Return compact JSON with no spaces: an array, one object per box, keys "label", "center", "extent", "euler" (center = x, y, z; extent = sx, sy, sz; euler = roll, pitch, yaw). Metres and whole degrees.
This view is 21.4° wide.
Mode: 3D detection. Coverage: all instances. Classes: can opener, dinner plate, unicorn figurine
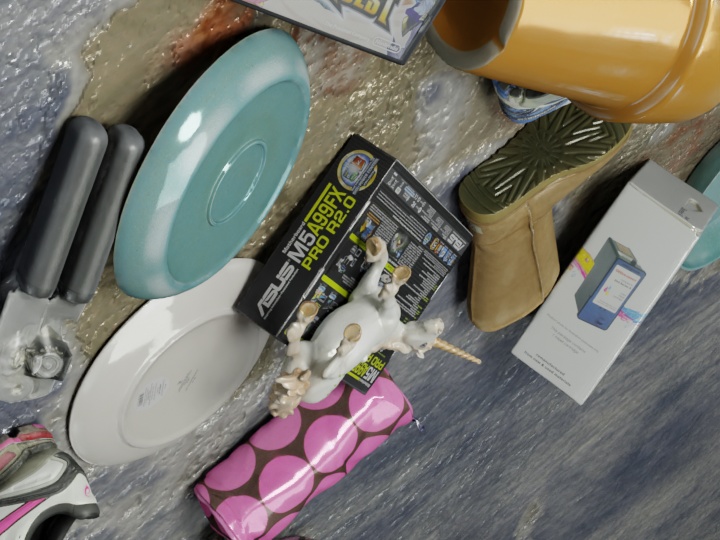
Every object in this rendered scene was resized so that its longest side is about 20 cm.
[{"label":"can opener","center":[-0.195,-0.009,1.200],"extent":[0.053,0.067,0.201],"euler":[9,113,-34]},{"label":"dinner plate","center":[-0.133,0.076,1.431],"extent":[0.200,0.024,0.201],"euler":[-35,151,-23]},{"label":"unicorn figurine","center":[0.002,0.045,1.415],"extent":[0.199,0.074,0.138],"euler":[-25,152,-24]}]

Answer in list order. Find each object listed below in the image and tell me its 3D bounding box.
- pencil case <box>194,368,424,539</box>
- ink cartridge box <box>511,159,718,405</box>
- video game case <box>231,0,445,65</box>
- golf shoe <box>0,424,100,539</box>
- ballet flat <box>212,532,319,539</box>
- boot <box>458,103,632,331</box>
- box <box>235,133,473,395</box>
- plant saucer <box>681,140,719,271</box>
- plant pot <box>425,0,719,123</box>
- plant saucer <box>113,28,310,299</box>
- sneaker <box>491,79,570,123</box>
[{"label":"pencil case","center":[-0.046,0.157,1.610],"extent":[0.200,0.091,0.094],"euler":[-37,166,-15]},{"label":"ink cartridge box","center":[0.239,0.007,1.785],"extent":[0.201,0.087,0.145],"euler":[-55,174,20]},{"label":"video game case","center":[0.003,-0.227,1.153],"extent":[0.199,0.026,0.181],"euler":[15,116,-45]},{"label":"golf shoe","center":[-0.263,0.209,1.340],"extent":[0.200,0.092,0.072],"euler":[-52,155,13]},{"label":"ballet flat","center":[-0.092,0.276,1.737],"extent":[0.071,0.069,0.200],"euler":[-34,159,19]},{"label":"boot","center":[0.158,-0.049,1.659],"extent":[0.174,0.066,0.200],"euler":[-29,150,-8]},{"label":"box","center":[0.000,0.000,1.478],"extent":[0.161,0.044,0.200],"euler":[-55,154,-1]},{"label":"plant saucer","center":[0.384,-0.089,1.972],"extent":[0.199,0.036,0.201],"euler":[-35,152,-22]},{"label":"plant pot","center":[0.144,-0.198,1.300],"extent":[0.182,0.201,0.201],"euler":[-5,134,-33]},{"label":"plant saucer","center":[-0.089,-0.062,1.244],"extent":[0.201,0.027,0.201],"euler":[-52,164,-22]},{"label":"sneaker","center":[0.182,-0.185,1.506],"extent":[0.199,0.077,0.085],"euler":[-32,161,-13]}]
